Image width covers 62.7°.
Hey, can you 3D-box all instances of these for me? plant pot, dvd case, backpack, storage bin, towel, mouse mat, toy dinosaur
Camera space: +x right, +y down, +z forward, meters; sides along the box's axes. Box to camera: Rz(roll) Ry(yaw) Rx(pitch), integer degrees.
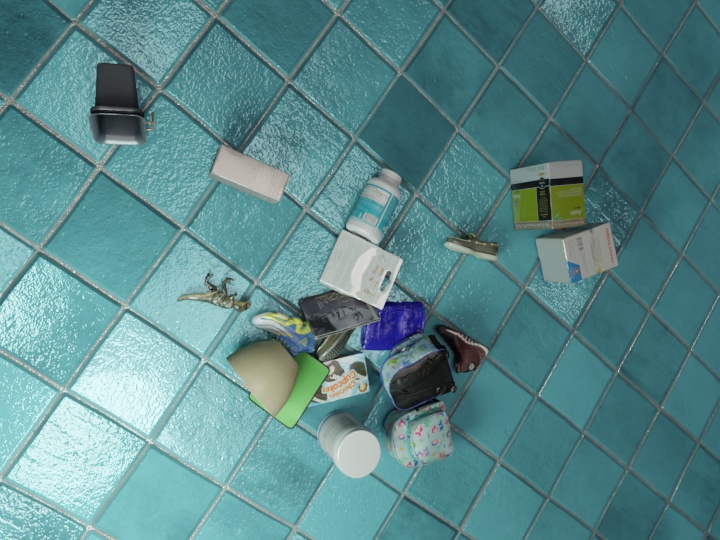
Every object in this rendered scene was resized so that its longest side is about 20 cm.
[{"bbox_3d":[-0.241,0.264,1.561,0.134,0.200,0.201,-40,104,-12],"label":"plant pot"},{"bbox_3d":[-0.060,0.111,1.664,0.197,0.150,0.016,-14,136,-19],"label":"dvd case"},{"bbox_3d":[0.173,0.488,1.757,0.196,0.150,0.181,-13,98,-14],"label":"backpack"},{"bbox_3d":[-0.576,-0.402,1.427,0.143,0.200,0.137,-2,83,-19],"label":"storage bin"},{"bbox_3d":[0.156,0.297,1.725,0.197,0.147,0.185,-25,122,-11],"label":"backpack"},{"bbox_3d":[0.100,0.166,1.764,0.196,0.049,0.151,3,90,-20],"label":"towel"},{"bbox_3d":[-0.199,0.316,1.648,0.160,0.008,0.202,33,82,8],"label":"mouse mat"},{"bbox_3d":[-0.386,0.058,1.587,0.196,0.047,0.090,11,95,-17],"label":"toy dinosaur"}]

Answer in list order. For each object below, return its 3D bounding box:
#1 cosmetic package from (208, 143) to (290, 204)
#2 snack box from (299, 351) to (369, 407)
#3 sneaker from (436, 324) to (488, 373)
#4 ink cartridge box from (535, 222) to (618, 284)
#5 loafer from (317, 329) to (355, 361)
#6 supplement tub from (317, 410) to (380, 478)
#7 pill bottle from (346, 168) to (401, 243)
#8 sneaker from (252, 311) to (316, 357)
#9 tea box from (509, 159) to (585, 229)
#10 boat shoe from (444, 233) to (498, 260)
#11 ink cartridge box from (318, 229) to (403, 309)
[{"bbox_3d":[-0.299,-0.253,1.574,0.198,0.107,0.092,25,84,-21],"label":"cosmetic package"},{"bbox_3d":[-0.076,0.314,1.711,0.196,0.037,0.119,-11,95,-19],"label":"snack box"},{"bbox_3d":[0.302,0.254,1.829,0.198,0.076,0.117,28,86,-19],"label":"sneaker"},{"bbox_3d":[0.703,-0.059,1.924,0.197,0.144,0.150,-17,98,-18],"label":"ink cartridge box"},{"bbox_3d":[-0.064,0.173,1.698,0.069,0.076,0.201,31,70,24],"label":"loafer"},{"bbox_3d":[-0.036,0.480,1.646,0.129,0.200,0.135,-1,92,-19],"label":"supplement tub"},{"bbox_3d":[0.046,-0.188,1.698,0.110,0.111,0.203,29,82,-18],"label":"pill bottle"},{"bbox_3d":[-0.203,0.179,1.624,0.196,0.076,0.107,10,63,-20],"label":"sneaker"},{"bbox_3d":[0.581,-0.231,1.844,0.131,0.199,0.201,-6,95,-20],"label":"tea box"},{"bbox_3d":[0.347,-0.079,1.835,0.199,0.072,0.062,14,86,-26],"label":"boat shoe"},{"bbox_3d":[0.000,0.000,1.692,0.197,0.057,0.165,26,81,-5],"label":"ink cartridge box"}]
